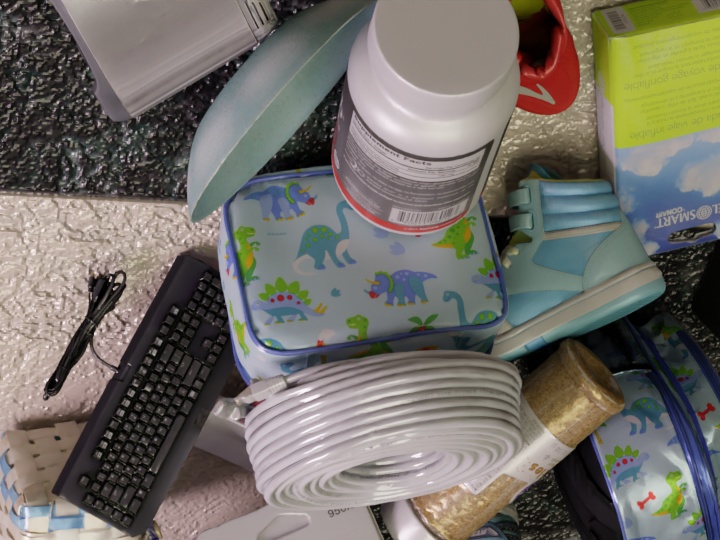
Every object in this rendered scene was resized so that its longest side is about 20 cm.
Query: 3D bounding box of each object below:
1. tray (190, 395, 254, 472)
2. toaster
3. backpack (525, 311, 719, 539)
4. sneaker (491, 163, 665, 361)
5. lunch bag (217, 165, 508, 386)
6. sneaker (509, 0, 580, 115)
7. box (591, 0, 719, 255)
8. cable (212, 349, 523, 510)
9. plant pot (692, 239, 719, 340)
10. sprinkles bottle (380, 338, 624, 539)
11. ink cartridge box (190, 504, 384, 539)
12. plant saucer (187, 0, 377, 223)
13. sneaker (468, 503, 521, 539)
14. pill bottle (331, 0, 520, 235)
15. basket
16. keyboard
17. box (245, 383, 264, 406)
[{"bbox_3d":[-0.079,0.136,1.532,0.199,0.022,0.107,28,155,-31],"label":"tray"},{"bbox_3d":[-0.138,-0.190,1.239,0.128,0.114,0.201,-26,128,2],"label":"toaster"},{"bbox_3d":[0.226,0.141,1.535,0.146,0.201,0.184,-19,128,-1],"label":"backpack"},{"bbox_3d":[0.119,-0.004,1.465,0.198,0.132,0.079,-24,172,16],"label":"sneaker"},{"bbox_3d":[0.000,0.000,1.394,0.198,0.162,0.083,-8,151,-13],"label":"lunch bag"},{"bbox_3d":[0.112,-0.157,1.340,0.076,0.085,0.200,-28,146,5],"label":"sneaker"},{"bbox_3d":[0.239,-0.110,1.448,0.121,0.048,0.201,-13,128,-6],"label":"box"},{"bbox_3d":[0.019,0.113,1.362,0.198,0.070,0.200,-17,159,16],"label":"cable"},{"bbox_3d":[0.405,0.012,1.505,0.197,0.178,0.202,4,124,-19],"label":"plant pot"},{"bbox_3d":[0.105,0.139,1.459,0.200,0.069,0.068,-43,125,17],"label":"sprinkles bottle"},{"bbox_3d":[-0.075,0.238,1.512,0.143,0.085,0.200,-22,169,-21],"label":"ink cartridge box"},{"bbox_3d":[-0.059,-0.118,1.295,0.039,0.201,0.201,41,112,3],"label":"plant saucer"},{"bbox_3d":[0.060,0.275,1.660,0.077,0.087,0.200,32,112,-32],"label":"sneaker"},{"bbox_3d":[0.044,-0.113,1.297,0.115,0.117,0.200,-8,159,-10],"label":"pill bottle"},{"bbox_3d":[-0.224,0.233,1.491,0.138,0.177,0.202,1,115,-20],"label":"basket"},{"bbox_3d":[-0.166,0.079,1.417,0.126,0.021,0.201,30,75,-12],"label":"keyboard"},{"bbox_3d":[0.018,0.107,1.517,0.199,0.096,0.100,29,115,-32],"label":"box"}]
